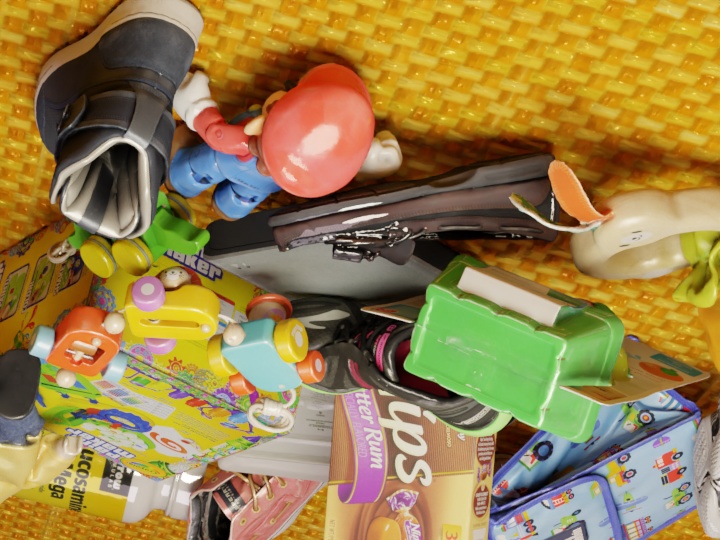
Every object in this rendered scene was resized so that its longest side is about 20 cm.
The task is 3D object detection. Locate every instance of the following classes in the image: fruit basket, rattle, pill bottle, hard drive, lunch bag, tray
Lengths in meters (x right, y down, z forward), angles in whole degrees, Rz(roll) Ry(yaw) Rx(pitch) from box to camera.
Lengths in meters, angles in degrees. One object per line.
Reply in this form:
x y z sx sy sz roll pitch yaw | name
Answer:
0.123 0.041 1.468 0.184 0.095 0.199 23 -160 26 | fruit basket
0.186 0.012 1.433 0.129 0.144 0.199 -1 174 31 | rattle
-0.234 0.157 1.927 0.198 0.113 0.113 13 152 -4 | pill bottle
0.000 0.000 1.604 0.139 0.033 0.199 -10 157 33 | hard drive
0.169 0.171 1.715 0.199 0.094 0.151 -36 147 -7 | lunch bag
-0.029 0.122 1.792 0.198 0.109 0.022 4 -172 20 | tray

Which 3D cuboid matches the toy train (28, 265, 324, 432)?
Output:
-0.124 0.046 1.545 0.198 0.056 0.150 17 146 -16 | toy train

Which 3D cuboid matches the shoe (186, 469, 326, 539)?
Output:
-0.080 0.177 1.863 0.072 0.091 0.201 49 135 17 | shoe

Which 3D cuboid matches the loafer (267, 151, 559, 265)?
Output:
0.040 -0.031 1.456 0.198 0.064 0.072 -13 -174 -8 | loafer

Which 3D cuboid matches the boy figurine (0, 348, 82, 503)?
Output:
-0.272 0.126 1.684 0.123 0.065 0.200 12 153 2 | boy figurine

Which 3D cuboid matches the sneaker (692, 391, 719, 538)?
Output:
0.314 0.112 1.612 0.114 0.075 0.202 7 113 -5 | sneaker

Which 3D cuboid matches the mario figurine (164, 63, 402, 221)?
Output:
-0.051 -0.096 1.469 0.123 0.107 0.199 -15 180 -33 | mario figurine

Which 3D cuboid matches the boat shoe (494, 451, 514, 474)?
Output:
0.163 0.197 1.919 0.199 0.073 0.072 17 -176 -32 | boat shoe

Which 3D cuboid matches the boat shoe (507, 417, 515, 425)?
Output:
0.061 0.140 1.818 0.072 0.072 0.199 28 148 -28 | boat shoe

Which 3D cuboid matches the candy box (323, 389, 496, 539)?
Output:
0.038 0.146 1.632 0.116 0.202 0.056 5 180 20 | candy box

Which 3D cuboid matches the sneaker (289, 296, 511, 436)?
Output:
0.019 0.055 1.563 0.198 0.077 0.084 14 157 19 | sneaker

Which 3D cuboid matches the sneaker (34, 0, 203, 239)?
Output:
-0.177 -0.079 1.446 0.076 0.147 0.202 20 152 -20 | sneaker

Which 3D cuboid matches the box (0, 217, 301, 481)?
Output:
-0.174 0.057 1.714 0.199 0.123 0.192 29 147 -30 | box

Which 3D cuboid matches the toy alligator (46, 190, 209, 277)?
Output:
-0.177 -0.033 1.539 0.199 0.059 0.055 -1 127 51 | toy alligator
